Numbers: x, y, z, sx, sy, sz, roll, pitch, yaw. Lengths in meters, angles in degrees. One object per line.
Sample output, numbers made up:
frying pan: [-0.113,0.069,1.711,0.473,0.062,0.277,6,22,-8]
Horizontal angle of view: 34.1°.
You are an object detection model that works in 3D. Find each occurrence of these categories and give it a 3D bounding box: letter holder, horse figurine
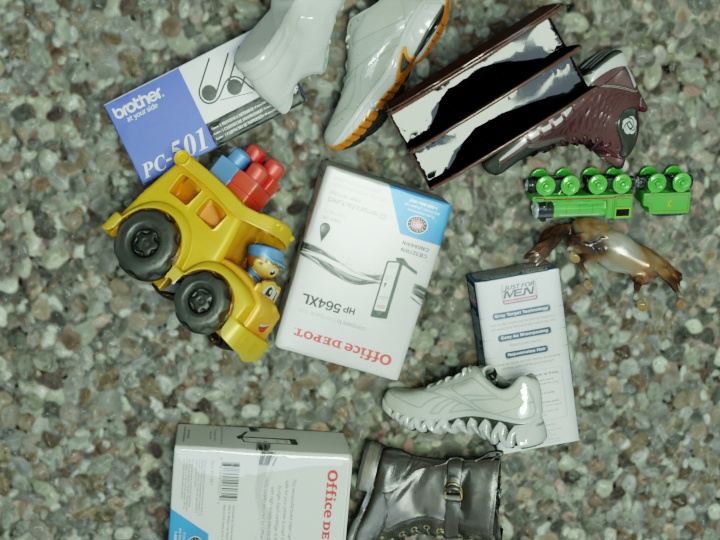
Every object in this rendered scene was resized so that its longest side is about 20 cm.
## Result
letter holder: [0.132,-0.172,1.173,0.198,0.142,0.102,-31,97,5]
horse figurine: [0.280,-0.011,1.299,0.197,0.133,0.050,21,119,-3]

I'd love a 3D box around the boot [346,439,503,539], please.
boot: [0.076,0.291,1.332,0.171,0.069,0.204,10,98,10]

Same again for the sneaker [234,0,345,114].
sneaker: [-0.053,-0.251,1.228,0.089,0.075,0.201,52,60,-34]

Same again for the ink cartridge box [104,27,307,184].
ink cartridge box: [-0.164,-0.180,1.257,0.197,0.044,0.095,-26,100,-1]

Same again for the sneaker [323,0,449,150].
sneaker: [0.010,-0.226,1.264,0.091,0.076,0.201,36,98,11]

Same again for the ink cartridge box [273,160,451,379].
ink cartridge box: [0.000,0.000,1.279,0.143,0.084,0.203,15,98,-8]

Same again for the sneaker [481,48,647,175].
sneaker: [0.237,-0.142,1.294,0.199,0.076,0.116,-38,105,1]

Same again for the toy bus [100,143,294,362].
toy bus: [-0.137,-0.032,1.223,0.200,0.136,0.192,41,85,16]

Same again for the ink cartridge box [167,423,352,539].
ink cartridge box: [-0.115,0.259,1.320,0.196,0.084,0.149,5,100,-8]

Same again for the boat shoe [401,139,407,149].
boat shoe: [0.125,-0.195,1.271,0.065,0.073,0.201,39,94,-16]

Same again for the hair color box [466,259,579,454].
hair color box: [0.185,0.098,1.336,0.098,0.061,0.204,-9,101,-3]

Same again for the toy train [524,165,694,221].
toy train: [0.281,-0.086,1.326,0.196,0.042,0.057,-2,111,-6]

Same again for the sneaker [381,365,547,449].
sneaker: [0.114,0.142,1.298,0.197,0.075,0.083,4,99,31]
